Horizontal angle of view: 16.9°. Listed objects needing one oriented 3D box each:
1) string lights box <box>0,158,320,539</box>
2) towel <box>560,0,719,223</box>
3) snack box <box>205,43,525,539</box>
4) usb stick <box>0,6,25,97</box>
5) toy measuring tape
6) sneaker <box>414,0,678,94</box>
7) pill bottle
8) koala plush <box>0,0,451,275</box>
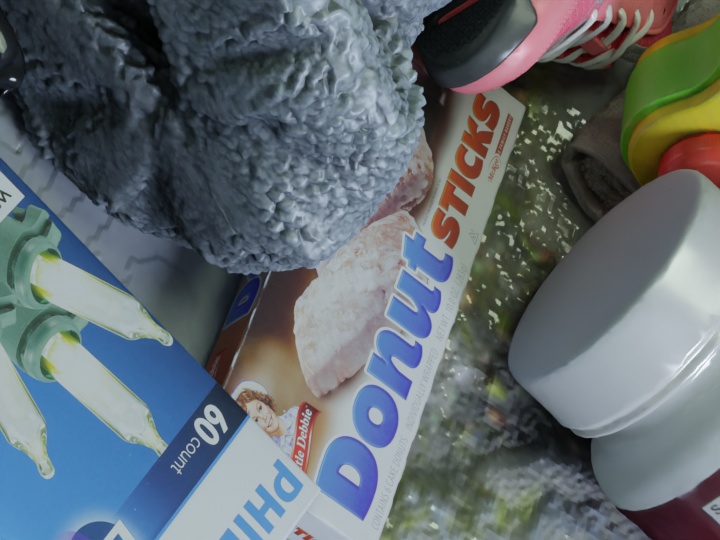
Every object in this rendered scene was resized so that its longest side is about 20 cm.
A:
[{"bbox_3d":[-0.117,0.035,0.701,0.200,0.059,0.103,46,48,-11],"label":"string lights box"},{"bbox_3d":[0.174,-0.009,0.960,0.200,0.034,0.133,48,48,-7],"label":"towel"},{"bbox_3d":[0.000,0.000,0.828,0.072,0.024,0.201,36,52,-20],"label":"snack box"},{"bbox_3d":[-0.162,-0.138,0.734,0.033,0.055,0.201,-34,100,-55],"label":"usb stick"},{"bbox_3d":[0.113,-0.075,0.854,0.200,0.073,0.074,53,40,-45],"label":"toy measuring tape"},{"bbox_3d":[0.087,-0.108,0.902,0.087,0.074,0.200,54,36,-15],"label":"sneaker"},{"bbox_3d":[0.154,0.066,0.855,0.200,0.114,0.114,42,50,-13],"label":"pill bottle"},{"bbox_3d":[-0.012,-0.116,0.790,0.200,0.177,0.184,-38,105,-42],"label":"koala plush"}]
